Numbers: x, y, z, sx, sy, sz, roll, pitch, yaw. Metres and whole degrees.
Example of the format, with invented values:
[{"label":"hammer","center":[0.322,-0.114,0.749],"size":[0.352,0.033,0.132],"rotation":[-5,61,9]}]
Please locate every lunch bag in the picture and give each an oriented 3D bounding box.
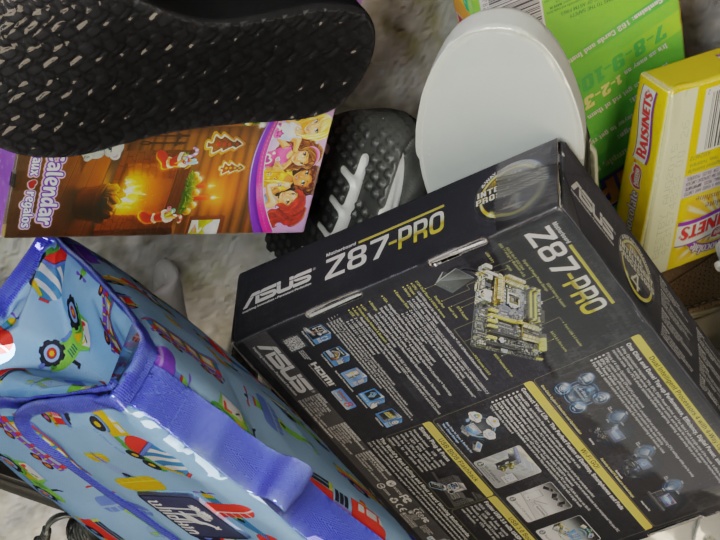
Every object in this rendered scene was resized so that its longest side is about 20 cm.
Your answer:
[{"label":"lunch bag","center":[-0.062,0.068,1.055],"size":[0.151,0.200,0.094],"rotation":[41,77,-23]}]

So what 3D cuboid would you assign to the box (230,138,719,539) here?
[{"label":"box","center":[0.064,0.049,1.165],"size":[0.161,0.049,0.200],"rotation":[-22,129,25]}]

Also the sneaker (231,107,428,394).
[{"label":"sneaker","center":[0.000,0.000,1.219],"size":[0.080,0.074,0.200],"rotation":[-10,143,-28]}]

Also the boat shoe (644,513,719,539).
[{"label":"boat shoe","center":[0.185,0.148,1.463],"size":[0.200,0.065,0.074],"rotation":[25,115,-43]}]

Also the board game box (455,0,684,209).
[{"label":"board game box","center":[0.100,-0.078,1.217],"size":[0.095,0.030,0.200],"rotation":[-23,135,-8]}]

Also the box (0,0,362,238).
[{"label":"box","center":[-0.069,-0.107,1.074],"size":[0.137,0.039,0.200],"rotation":[-2,124,-27]}]

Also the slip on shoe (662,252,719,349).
[{"label":"slip on shoe","center":[0.098,0.030,1.309],"size":[0.200,0.076,0.061],"rotation":[-18,98,-3]}]

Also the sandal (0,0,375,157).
[{"label":"sandal","center":[-0.083,-0.086,1.034],"size":[0.200,0.045,0.075],"rotation":[-4,132,-42]}]

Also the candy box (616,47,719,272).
[{"label":"candy box","center":[0.202,-0.068,1.255],"size":[0.200,0.026,0.102],"rotation":[-19,133,-34]}]

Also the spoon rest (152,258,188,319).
[{"label":"spoon rest","center":[-0.162,0.037,1.152],"size":[0.200,0.061,0.100],"rotation":[-15,100,-21]}]

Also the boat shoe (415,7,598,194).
[{"label":"boat shoe","center":[0.066,-0.042,1.159],"size":[0.071,0.064,0.200],"rotation":[4,136,12]}]

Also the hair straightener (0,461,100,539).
[{"label":"hair straightener","center":[-0.130,0.111,1.274],"size":[0.077,0.041,0.200],"rotation":[-42,141,12]}]

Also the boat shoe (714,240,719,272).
[{"label":"boat shoe","center":[0.195,-0.014,1.215],"size":[0.072,0.068,0.200],"rotation":[-48,147,-52]}]
